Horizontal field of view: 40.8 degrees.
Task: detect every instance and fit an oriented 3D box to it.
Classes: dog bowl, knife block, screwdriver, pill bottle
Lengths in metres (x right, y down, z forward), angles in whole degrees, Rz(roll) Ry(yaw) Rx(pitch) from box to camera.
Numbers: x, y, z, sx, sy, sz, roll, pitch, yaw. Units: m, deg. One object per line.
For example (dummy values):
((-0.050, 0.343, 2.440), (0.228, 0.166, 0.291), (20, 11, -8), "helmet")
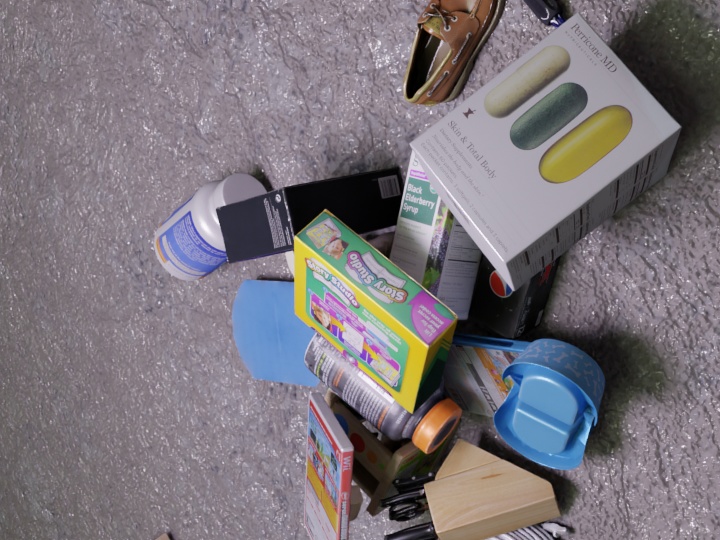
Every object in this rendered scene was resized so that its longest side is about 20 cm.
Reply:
((0.214, 0.149, 1.083), (0.111, 0.050, 0.200), (26, 148, 19), "dog bowl")
((0.126, 0.312, 1.211), (0.199, 0.176, 0.064), (21, 156, 32), "knife block")
((0.231, -0.235, 1.011), (0.200, 0.029, 0.028), (51, 134, 13), "screwdriver")
((-0.221, -0.068, 1.461), (0.200, 0.112, 0.112), (-30, 84, 47), "pill bottle")
((0.032, 0.142, 1.225), (0.200, 0.106, 0.107), (39, 130, 20), "pill bottle")

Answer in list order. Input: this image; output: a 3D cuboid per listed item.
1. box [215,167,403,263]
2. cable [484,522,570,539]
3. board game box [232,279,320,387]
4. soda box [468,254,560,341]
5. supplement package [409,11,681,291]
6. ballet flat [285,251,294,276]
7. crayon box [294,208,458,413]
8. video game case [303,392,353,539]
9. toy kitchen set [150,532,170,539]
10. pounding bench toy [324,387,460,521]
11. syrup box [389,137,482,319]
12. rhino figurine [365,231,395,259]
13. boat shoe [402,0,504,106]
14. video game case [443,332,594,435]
((-0.059, -0.071, 1.230), (0.141, 0.199, 0.079), (-7, 96, 47), "box")
((0.196, 0.415, 1.268), (0.199, 0.069, 0.201), (5, 109, 44), "cable")
((-0.113, 0.090, 1.472), (0.199, 0.039, 0.159), (2, 102, 39), "board game box")
((0.187, -0.024, 1.106), (0.071, 0.063, 0.201), (32, 126, 32), "soda box")
((0.180, -0.110, 0.950), (0.200, 0.151, 0.152), (-38, 74, 3), "supplement package")
((-0.056, 0.009, 1.356), (0.200, 0.071, 0.069), (54, 141, 14), "ballet flat")
((0.011, 0.050, 1.116), (0.200, 0.058, 0.173), (39, 152, 19), "crayon box")
((-0.042, 0.275, 1.221), (0.143, 0.017, 0.201), (-132, 41, -62), "video game case")
((-0.384, 0.630, 1.850), (0.163, 0.180, 0.201), (-35, 85, 45), "toy kitchen set")
((-0.001, 0.227, 1.295), (0.156, 0.200, 0.125), (41, 131, 24), "pounding bench toy")
((0.094, -0.048, 1.133), (0.079, 0.081, 0.201), (21, 103, 46), "syrup box")
((0.000, 0.000, 1.278), (0.199, 0.060, 0.088), (-10, 86, 30), "rhino figurine")
((0.103, -0.274, 1.087), (0.072, 0.068, 0.201), (38, 128, 32), "boat shoe")
((0.172, 0.133, 1.174), (0.199, 0.018, 0.143), (5, 136, 44), "video game case")
